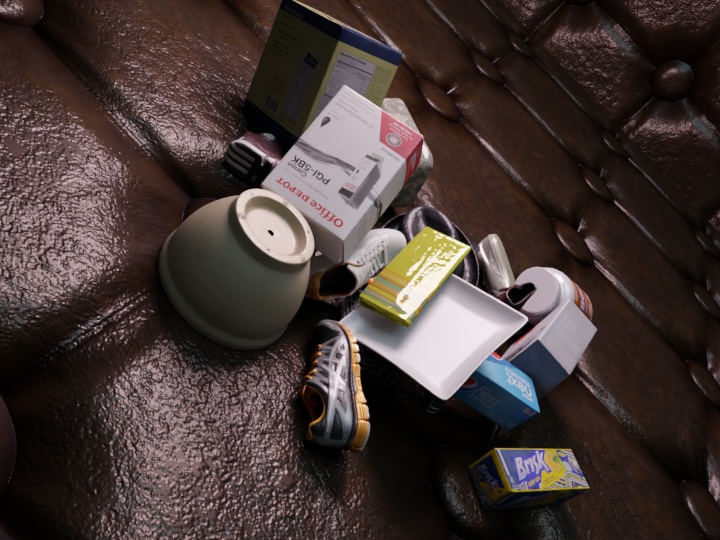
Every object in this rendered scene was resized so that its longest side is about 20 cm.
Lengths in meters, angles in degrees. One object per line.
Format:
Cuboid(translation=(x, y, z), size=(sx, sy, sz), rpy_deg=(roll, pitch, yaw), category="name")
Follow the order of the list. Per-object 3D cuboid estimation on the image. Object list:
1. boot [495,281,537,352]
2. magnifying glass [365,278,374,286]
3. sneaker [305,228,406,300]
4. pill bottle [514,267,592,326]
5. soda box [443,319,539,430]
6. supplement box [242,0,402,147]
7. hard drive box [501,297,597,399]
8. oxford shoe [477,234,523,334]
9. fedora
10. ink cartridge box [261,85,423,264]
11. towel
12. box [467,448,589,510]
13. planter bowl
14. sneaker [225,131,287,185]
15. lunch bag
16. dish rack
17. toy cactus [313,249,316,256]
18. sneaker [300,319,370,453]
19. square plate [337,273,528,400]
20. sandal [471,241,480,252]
Cuboid(translation=(0.242, 0.080, 1.266), size=(0.199, 0.166, 0.073), rpy_deg=(-15, 65, -53), category="boot")
Cuboid(translation=(-0.013, -0.051, 1.254), size=(0.079, 0.022, 0.202), rpy_deg=(7, 51, -44), category="magnifying glass")
Cuboid(translation=(0.000, 0.000, 1.100), size=(0.198, 0.074, 0.084), rpy_deg=(-24, 31, -27), category="sneaker")
Cuboid(translation=(0.364, 0.061, 1.428), size=(0.199, 0.111, 0.113), rpy_deg=(27, 34, -55), category="pill bottle")
Cuboid(translation=(0.177, 0.158, 1.120), size=(0.199, 0.064, 0.068), rpy_deg=(35, 33, -27), category="soda box")
Cuboid(translation=(-0.068, -0.314, 1.251), size=(0.133, 0.202, 0.200), rpy_deg=(9, 23, -42), category="supplement box")
Cuboid(translation=(0.299, 0.151, 1.268), size=(0.077, 0.156, 0.199), rpy_deg=(48, 33, 8), category="hard drive box")
Cuboid(translation=(0.269, 0.030, 1.456), size=(0.075, 0.057, 0.203), rpy_deg=(14, 57, -64), category="oxford shoe")
Cuboid(translation=(0.109, -0.032, 1.233), size=(0.197, 0.092, 0.203), rpy_deg=(0, 58, -1), category="fedora")
Cuboid(translation=(-0.025, -0.135, 1.056), size=(0.146, 0.083, 0.201), rpy_deg=(33, 71, 10), category="ink cartridge box")
Cuboid(translation=(0.083, 0.006, 1.105), size=(0.085, 0.018, 0.200), rpy_deg=(27, 47, 20), category="towel")
Cuboid(translation=(0.256, 0.313, 1.133), size=(0.198, 0.064, 0.071), rpy_deg=(12, 46, -40), category="box")
Cuboid(translation=(-0.143, -0.019, 0.976), size=(0.198, 0.135, 0.202), rpy_deg=(29, 36, -24), category="planter bowl")
Cuboid(translation=(-0.115, -0.163, 1.213), size=(0.199, 0.076, 0.116), rpy_deg=(37, 32, -13), category="sneaker")
Cuboid(translation=(0.015, -0.217, 1.366), size=(0.165, 0.140, 0.202), rpy_deg=(-3, 55, -30), category="lunch bag")
Cuboid(translation=(0.049, 0.115, 1.123), size=(0.198, 0.055, 0.155), rpy_deg=(23, 39, -28), category="dish rack")
Cuboid(translation=(-0.035, -0.082, 1.147), size=(0.199, 0.165, 0.103), rpy_deg=(36, 13, -22), category="toy cactus")
Cuboid(translation=(-0.042, 0.143, 0.977), size=(0.076, 0.079, 0.202), rpy_deg=(5, 41, -19), category="sneaker")
Cuboid(translation=(0.101, 0.079, 1.052), size=(0.197, 0.029, 0.199), rpy_deg=(32, 50, 30), category="square plate")
Cuboid(translation=(0.163, -0.021, 1.377), size=(0.043, 0.076, 0.200), rpy_deg=(51, 23, 6), category="sandal")
